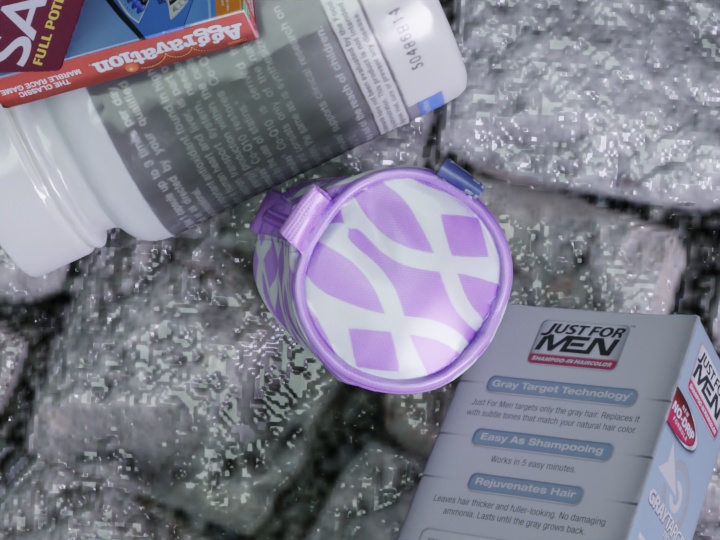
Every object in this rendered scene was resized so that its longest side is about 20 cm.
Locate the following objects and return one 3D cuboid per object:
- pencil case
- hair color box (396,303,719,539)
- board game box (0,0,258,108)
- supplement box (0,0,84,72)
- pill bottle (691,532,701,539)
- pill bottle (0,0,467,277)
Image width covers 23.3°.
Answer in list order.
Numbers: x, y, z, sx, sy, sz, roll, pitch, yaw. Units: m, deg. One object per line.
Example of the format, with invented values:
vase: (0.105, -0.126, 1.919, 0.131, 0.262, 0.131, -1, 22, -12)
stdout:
pencil case: (0.000, 0.000, 0.684, 0.085, 0.200, 0.084, 26, 87, -6)
hair color box: (0.071, 0.112, 0.690, 0.098, 0.061, 0.201, 3, 57, 34)
board game box: (-0.097, -0.158, 0.699, 0.102, 0.019, 0.201, -14, 54, 10)
supplement box: (-0.147, -0.181, 0.632, 0.061, 0.109, 0.201, -4, 55, -29)
pill bottle: (0.084, 0.205, 0.732, 0.199, 0.116, 0.116, -34, 92, 2)
pill bottle: (-0.067, -0.082, 0.721, 0.199, 0.114, 0.114, -26, 92, 1)
